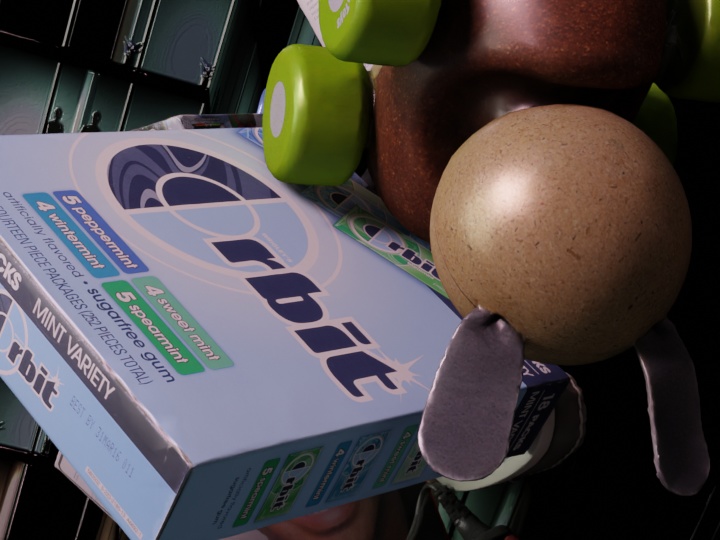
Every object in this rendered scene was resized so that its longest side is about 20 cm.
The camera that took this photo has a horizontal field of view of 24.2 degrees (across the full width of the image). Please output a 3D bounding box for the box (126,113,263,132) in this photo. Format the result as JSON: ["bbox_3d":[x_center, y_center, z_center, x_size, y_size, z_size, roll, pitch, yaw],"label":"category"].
[{"bbox_3d":[-0.045,-0.017,0.931,0.200,0.040,0.138,-10,-93,-62],"label":"box"}]

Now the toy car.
[{"bbox_3d":[0.064,-0.012,0.609,0.158,0.163,0.201,122,147,-56],"label":"toy car"}]

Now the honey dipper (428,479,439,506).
[{"bbox_3d":[0.028,0.168,0.824,0.038,0.038,0.201,118,165,-49],"label":"honey dipper"}]

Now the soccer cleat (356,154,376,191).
[{"bbox_3d":[0.000,0.000,0.909,0.067,0.081,0.201,-26,51,43],"label":"soccer cleat"}]

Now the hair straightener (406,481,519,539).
[{"bbox_3d":[0.046,0.122,0.621,0.200,0.076,0.041,-138,43,-67],"label":"hair straightener"}]

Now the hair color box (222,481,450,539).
[{"bbox_3d":[-0.024,0.108,0.732,0.201,0.101,0.061,68,158,0],"label":"hair color box"}]

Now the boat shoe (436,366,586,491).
[{"bbox_3d":[0.050,0.063,0.756,0.201,0.060,0.073,169,107,-66],"label":"boat shoe"}]

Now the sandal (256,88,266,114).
[{"bbox_3d":[-0.035,-0.082,1.060,0.200,0.087,0.080,-38,12,12],"label":"sandal"}]

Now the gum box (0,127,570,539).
[{"bbox_3d":[-0.044,0.014,0.619,0.170,0.199,0.045,44,122,29],"label":"gum box"}]

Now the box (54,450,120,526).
[{"bbox_3d":[-0.069,0.127,0.923,0.060,0.200,0.117,-41,-13,-40],"label":"box"}]

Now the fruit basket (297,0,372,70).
[{"bbox_3d":[0.046,-0.143,0.773,0.094,0.201,0.185,-25,-8,-47],"label":"fruit basket"}]
